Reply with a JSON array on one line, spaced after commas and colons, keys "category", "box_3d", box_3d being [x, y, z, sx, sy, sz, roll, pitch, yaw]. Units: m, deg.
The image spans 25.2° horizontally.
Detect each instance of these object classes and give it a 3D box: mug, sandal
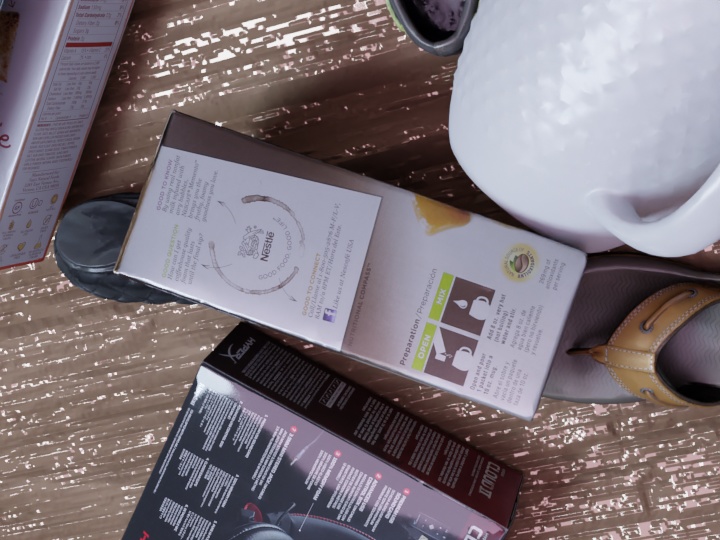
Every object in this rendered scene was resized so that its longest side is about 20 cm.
[{"category": "mug", "box_3d": [0.129, -0.088, 0.699, 0.147, 0.201, 0.176, 24, 115, -27]}, {"category": "sandal", "box_3d": [0.165, 0.042, 0.800, 0.198, 0.055, 0.083, 11, 107, 11]}]

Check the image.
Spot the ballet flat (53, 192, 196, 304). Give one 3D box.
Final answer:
[{"category": "ballet flat", "box_3d": [-0.064, -0.009, 0.851, 0.198, 0.057, 0.067, 7, 79, 6]}]

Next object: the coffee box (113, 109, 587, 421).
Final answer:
[{"category": "coffee box", "box_3d": [0.000, 0.000, 0.756, 0.198, 0.114, 0.081, 19, 88, 7]}]

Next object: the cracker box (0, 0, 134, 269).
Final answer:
[{"category": "cracker box", "box_3d": [-0.196, -0.119, 0.821, 0.133, 0.058, 0.202, 31, 110, 21]}]

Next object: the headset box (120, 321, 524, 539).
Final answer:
[{"category": "headset box", "box_3d": [-0.016, 0.144, 0.859, 0.199, 0.075, 0.150, 27, 110, 4]}]

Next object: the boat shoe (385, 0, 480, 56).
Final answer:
[{"category": "boat shoe", "box_3d": [0.031, -0.203, 0.759, 0.071, 0.061, 0.203, -8, 103, 15]}]

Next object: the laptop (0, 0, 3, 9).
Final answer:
[{"category": "laptop", "box_3d": [-0.250, -0.122, 0.803, 0.115, 0.200, 0.189, 18, 111, -18]}]
